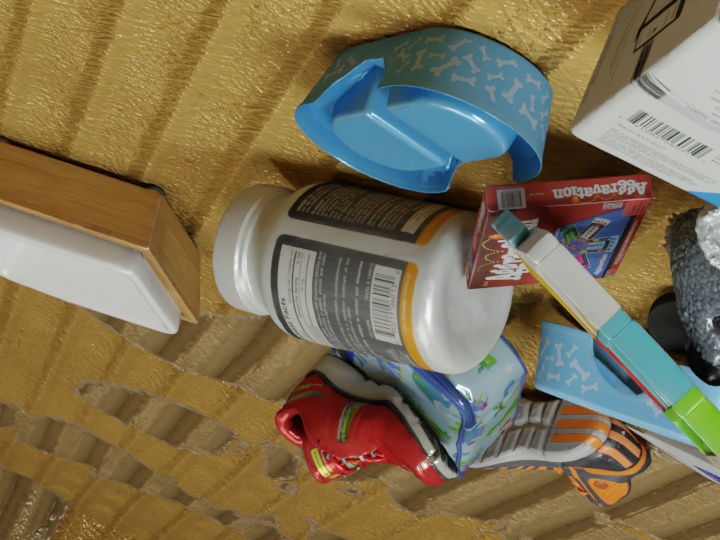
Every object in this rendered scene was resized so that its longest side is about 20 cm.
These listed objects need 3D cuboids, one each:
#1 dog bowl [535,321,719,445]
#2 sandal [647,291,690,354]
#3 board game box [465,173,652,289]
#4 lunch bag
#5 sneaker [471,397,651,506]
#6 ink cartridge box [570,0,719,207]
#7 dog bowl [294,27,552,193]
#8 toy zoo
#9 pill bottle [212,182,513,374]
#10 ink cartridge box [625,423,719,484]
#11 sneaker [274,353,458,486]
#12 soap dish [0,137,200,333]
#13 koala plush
[{"bbox_3d":[0.214,0.091,1.793,0.199,0.050,0.111,20,178,33],"label":"dog bowl"},{"bbox_3d":[0.262,0.049,1.667,0.075,0.045,0.200,33,161,-31],"label":"sandal"},{"bbox_3d":[0.124,-0.023,1.585,0.102,0.020,0.200,-4,166,-2],"label":"board game box"},{"bbox_3d":[0.046,0.068,1.908,0.161,0.082,0.200,44,166,13],"label":"lunch bag"},{"bbox_3d":[0.160,0.157,2.080,0.200,0.078,0.112,4,153,49],"label":"sneaker"},{"bbox_3d":[0.212,-0.096,1.226,0.146,0.085,0.200,26,162,-9],"label":"ink cartridge box"},{"bbox_3d":[0.041,-0.100,1.512,0.111,0.050,0.200,32,161,-26],"label":"dog bowl"},{"bbox_3d":[0.153,0.038,1.469,0.200,0.020,0.131,47,-179,7],"label":"toy zoo"},{"bbox_3d":[0.000,0.000,1.757,0.199,0.117,0.116,13,160,35],"label":"pill bottle"},{"bbox_3d":[0.294,0.152,1.916,0.095,0.037,0.200,32,174,-26],"label":"ink cartridge box"},{"bbox_3d":[0.002,0.133,1.870,0.077,0.085,0.200,54,164,-28],"label":"sneaker"},{"bbox_3d":[-0.233,-0.030,2.041,0.199,0.081,0.157,18,162,19],"label":"soap dish"},{"bbox_3d":[0.265,0.029,1.462,0.200,0.184,0.177,42,-179,3],"label":"koala plush"}]
